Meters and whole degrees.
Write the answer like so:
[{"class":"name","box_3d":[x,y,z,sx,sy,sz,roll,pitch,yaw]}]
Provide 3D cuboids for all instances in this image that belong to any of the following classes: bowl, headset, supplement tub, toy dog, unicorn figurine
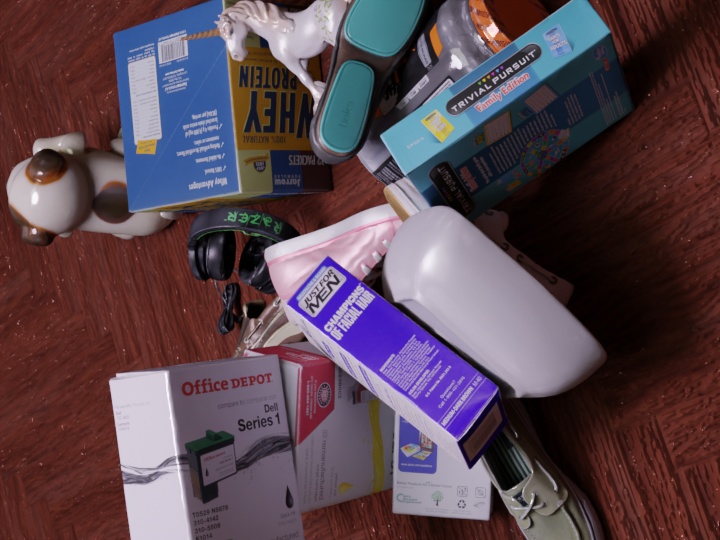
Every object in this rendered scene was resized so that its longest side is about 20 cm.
[{"class":"bowl","box_3d":[0.101,0.042,1.236,0.200,0.075,0.200,41,169,-6]},{"class":"headset","box_3d":[-0.134,-0.002,1.562,0.200,0.122,0.095,121,160,-65]},{"class":"supplement tub","box_3d":[0.087,-0.170,1.320,0.200,0.122,0.123,-43,64,37]},{"class":"toy dog","box_3d":[-0.327,-0.086,1.687,0.194,0.199,0.141,40,120,36]},{"class":"unicorn figurine","box_3d":[-0.056,-0.224,1.409,0.199,0.074,0.138,-25,105,27]}]

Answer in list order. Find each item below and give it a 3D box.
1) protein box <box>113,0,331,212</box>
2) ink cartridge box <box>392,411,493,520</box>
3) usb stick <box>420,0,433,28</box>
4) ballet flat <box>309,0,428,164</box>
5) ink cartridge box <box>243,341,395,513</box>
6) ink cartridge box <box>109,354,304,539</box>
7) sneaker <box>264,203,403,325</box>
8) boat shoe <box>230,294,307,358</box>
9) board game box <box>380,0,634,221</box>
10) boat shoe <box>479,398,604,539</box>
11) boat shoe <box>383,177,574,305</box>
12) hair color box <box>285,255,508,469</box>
[{"class":"protein box","box_3d":[-0.153,-0.173,1.550,0.197,0.134,0.203,-7,89,44]},{"class":"ink cartridge box","box_3d":[0.083,0.137,1.378,0.098,0.039,0.203,3,97,11]},{"class":"usb stick","box_3d":[0.016,-0.264,1.396,0.200,0.032,0.056,21,126,66]},{"class":"ballet flat","box_3d":[0.000,-0.189,1.287,0.202,0.067,0.068,-65,8,-11]},{"class":"ink cartridge box","box_3d":[-0.021,0.145,1.401,0.083,0.199,0.147,8,99,41]},{"class":"ink cartridge box","box_3d":[-0.134,0.182,1.274,0.084,0.145,0.203,-10,87,40]},{"class":"sneaker","box_3d":[0.000,0.000,1.435,0.198,0.075,0.106,-19,79,25]},{"class":"boat shoe","box_3d":[-0.101,0.065,1.559,0.202,0.075,0.075,-41,81,27]},{"class":"board game box","box_3d":[0.128,-0.126,1.203,0.199,0.151,0.047,-34,65,5]},{"class":"boat shoe","box_3d":[0.152,0.200,1.306,0.072,0.062,0.201,-38,78,29]},{"class":"boat shoe","box_3d":[0.111,-0.027,1.315,0.200,0.071,0.069,40,87,0]},{"class":"hair color box","box_3d":[0.034,0.082,1.257,0.199,0.109,0.065,36,79,20]}]
